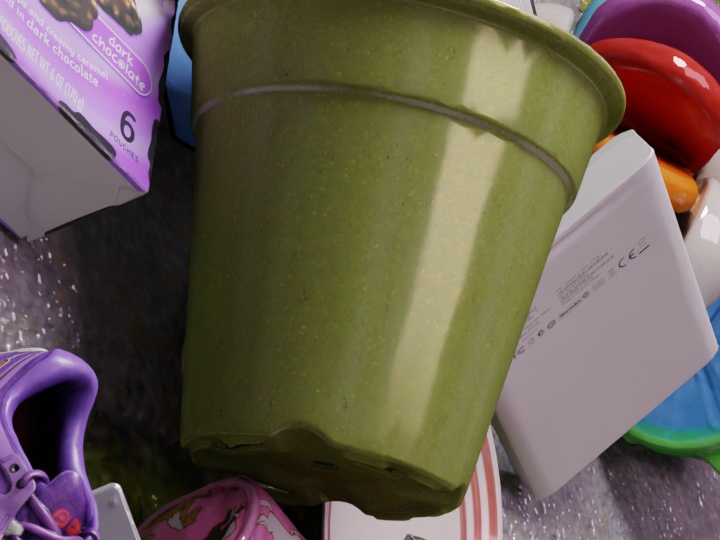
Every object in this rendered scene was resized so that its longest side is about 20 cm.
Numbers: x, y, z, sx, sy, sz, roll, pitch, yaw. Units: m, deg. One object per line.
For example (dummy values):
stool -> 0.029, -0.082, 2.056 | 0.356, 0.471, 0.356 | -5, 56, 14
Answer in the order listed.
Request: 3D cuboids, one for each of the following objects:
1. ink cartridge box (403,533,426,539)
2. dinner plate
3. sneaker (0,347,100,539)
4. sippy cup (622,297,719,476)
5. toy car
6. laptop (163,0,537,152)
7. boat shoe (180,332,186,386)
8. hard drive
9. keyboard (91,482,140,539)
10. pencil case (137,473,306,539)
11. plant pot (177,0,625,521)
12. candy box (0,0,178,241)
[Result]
ink cartridge box -> 0.112, 0.184, 1.219 | 0.199, 0.051, 0.109 | 21, 5, -19
dinner plate -> 0.020, 0.125, 1.301 | 0.200, 0.024, 0.202 | -2, 90, -65
sneaker -> -0.138, 0.110, 1.002 | 0.081, 0.083, 0.201 | 41, 41, -42
sippy cup -> 0.214, 0.058, 1.626 | 0.130, 0.139, 0.179 | 38, 65, -60
toy car -> 0.151, -0.088, 1.518 | 0.174, 0.150, 0.200 | 27, 38, -3
laptop -> -0.006, -0.131, 1.338 | 0.116, 0.198, 0.188 | 89, -10, -63
boat shoe -> -0.021, 0.028, 1.280 | 0.074, 0.063, 0.201 | 66, 28, -7
hard drive -> 0.115, 0.027, 1.407 | 0.026, 0.132, 0.200 | 46, -9, 33
keyboard -> -0.087, 0.187, 1.081 | 0.011, 0.056, 0.201 | 171, -101, -78
pencil case -> -0.026, 0.181, 1.160 | 0.200, 0.086, 0.083 | 54, -4, -29
plant pot -> 0.000, 0.000, 1.163 | 0.200, 0.199, 0.191 | 32, 64, -50
candy box -> -0.151, -0.145, 1.146 | 0.168, 0.071, 0.201 | 46, 37, -39
